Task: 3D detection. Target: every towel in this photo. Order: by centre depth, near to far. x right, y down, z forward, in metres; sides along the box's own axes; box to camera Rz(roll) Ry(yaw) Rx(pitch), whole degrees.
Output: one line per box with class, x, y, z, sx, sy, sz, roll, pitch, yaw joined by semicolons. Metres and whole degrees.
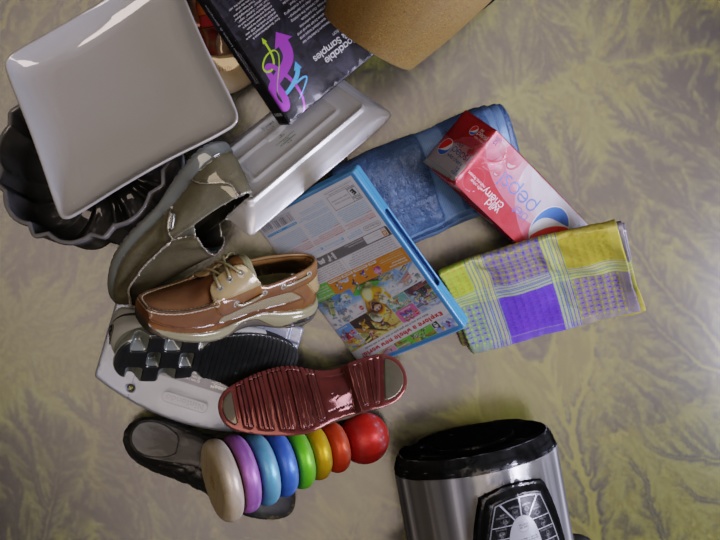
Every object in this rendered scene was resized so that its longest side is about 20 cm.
towel;0.187;0.019;1.446;0.197;0.023;0.144;-13;137;8
towel;0.071;-0.090;1.451;0.198;0.049;0.113;-22;118;-8

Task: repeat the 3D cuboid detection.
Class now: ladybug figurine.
ladybug figurine;-0.148;-0.281;1.446;0.134;0.072;0.203;-3;94;-2

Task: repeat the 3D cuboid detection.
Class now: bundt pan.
bundt pan;-0.264;-0.111;1.427;0.199;0.076;0.205;-5;71;14

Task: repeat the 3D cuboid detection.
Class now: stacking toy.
stacking toy;-0.061;0.190;1.459;0.198;0.085;0.087;-15;94;-22

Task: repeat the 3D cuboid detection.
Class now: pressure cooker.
pressure cooker;0.133;0.266;1.442;0.174;0.178;0.203;-7;95;30

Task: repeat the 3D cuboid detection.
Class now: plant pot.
plant pot;0.057;-0.282;1.212;0.185;0.187;0.201;32;106;-3

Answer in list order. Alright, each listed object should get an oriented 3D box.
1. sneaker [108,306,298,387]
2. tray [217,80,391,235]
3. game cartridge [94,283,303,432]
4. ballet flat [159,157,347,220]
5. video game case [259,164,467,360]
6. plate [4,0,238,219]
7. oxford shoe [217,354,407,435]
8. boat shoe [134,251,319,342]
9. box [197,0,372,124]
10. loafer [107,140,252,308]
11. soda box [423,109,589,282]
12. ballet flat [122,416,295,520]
sneaker;-0.159;0.066;1.437;0.198;0.089;0.075;9;121;-26
tray;-0.073;-0.129;1.426;0.200;0.022;0.107;-41;57;-18
game cartridge;-0.172;0.094;1.489;0.198;0.042;0.135;18;97;-3
ballet flat;-0.109;-0.087;1.467;0.197;0.071;0.066;-4;102;7
video game case;0.000;0.000;1.434;0.142;0.018;0.201;-23;111;36
plate;-0.233;-0.172;1.380;0.198;0.032;0.202;-29;67;7
oxford shoe;-0.053;0.134;1.453;0.197;0.075;0.071;-6;79;-18
boat shoe;-0.127;0.016;1.393;0.198;0.076;0.075;-9;125;-35
box;-0.078;-0.268;1.405;0.143;0.036;0.201;-40;109;-19
loafer;-0.175;-0.032;1.374;0.070;0.075;0.201;43;113;12
soda box;0.156;-0.072;1.426;0.070;0.063;0.200;-49;128;2
ballet flat;-0.158;0.206;1.496;0.198;0.057;0.067;28;79;-9
